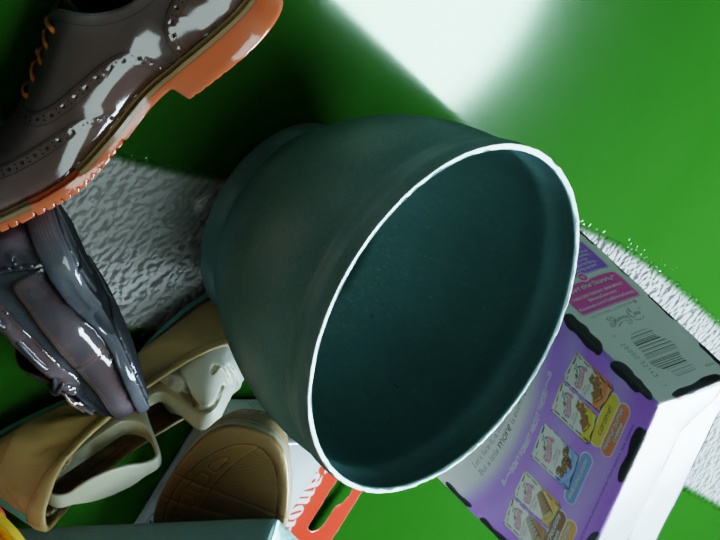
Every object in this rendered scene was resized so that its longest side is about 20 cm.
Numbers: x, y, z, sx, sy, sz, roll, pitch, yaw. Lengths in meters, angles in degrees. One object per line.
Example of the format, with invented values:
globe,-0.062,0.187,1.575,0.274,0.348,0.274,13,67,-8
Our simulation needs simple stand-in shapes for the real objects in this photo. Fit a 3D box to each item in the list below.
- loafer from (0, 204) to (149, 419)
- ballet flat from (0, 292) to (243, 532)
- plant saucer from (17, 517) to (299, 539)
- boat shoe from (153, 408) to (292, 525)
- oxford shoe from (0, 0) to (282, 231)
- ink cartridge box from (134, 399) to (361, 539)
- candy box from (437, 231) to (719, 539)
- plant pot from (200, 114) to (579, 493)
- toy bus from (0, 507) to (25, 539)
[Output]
loafer,-0.157,0.023,1.404,0.063,0.072,0.200,-21,152,-1
ballet flat,-0.114,0.078,1.520,0.200,0.063,0.069,-34,149,-19
plant saucer,-0.129,0.157,1.512,0.200,0.019,0.070,-3,156,18
boat shoe,-0.078,0.140,1.562,0.069,0.074,0.200,-72,-179,-48
oxford shoe,-0.135,-0.091,1.303,0.200,0.071,0.073,-39,117,4
ink cartridge box,-0.053,0.153,1.702,0.200,0.047,0.160,4,124,-50
candy box,0.105,0.067,1.637,0.072,0.200,0.168,-18,141,-39
plant pot,0.000,0.000,1.473,0.200,0.134,0.200,-29,134,-35
toy bus,-0.224,0.154,1.357,0.136,0.200,0.192,-54,157,18
